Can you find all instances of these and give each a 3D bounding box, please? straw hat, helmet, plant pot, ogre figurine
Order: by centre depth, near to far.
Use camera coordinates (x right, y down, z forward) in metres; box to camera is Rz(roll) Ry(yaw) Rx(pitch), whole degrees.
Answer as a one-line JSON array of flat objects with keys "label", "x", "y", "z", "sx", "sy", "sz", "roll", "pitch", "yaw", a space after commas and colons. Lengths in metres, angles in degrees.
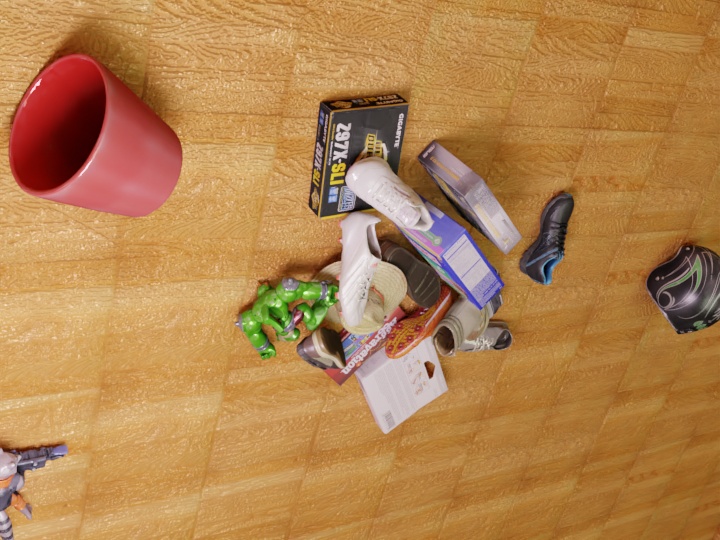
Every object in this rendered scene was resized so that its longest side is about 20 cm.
[{"label": "plant pot", "x": -0.354, "y": -0.170, "z": 1.297, "sx": 0.202, "sy": 0.200, "sz": 0.176, "roll": -52, "pitch": 145, "yaw": 8}, {"label": "ogre figurine", "x": -0.137, "y": 0.076, "z": 1.682, "sx": 0.197, "sy": 0.100, "sz": 0.119, "roll": -22, "pitch": 143, "yaw": 31}, {"label": "straw hat", "x": -0.001, "y": 0.073, "z": 1.748, "sx": 0.196, "sy": 0.086, "sz": 0.203, "roll": -7, "pitch": 139, "yaw": -6}, {"label": "helmet", "x": 0.826, "y": 0.043, "z": 2.323, "sx": 0.190, "sy": 0.202, "sz": 0.199, "roll": -37, "pitch": 138, "yaw": 18}]

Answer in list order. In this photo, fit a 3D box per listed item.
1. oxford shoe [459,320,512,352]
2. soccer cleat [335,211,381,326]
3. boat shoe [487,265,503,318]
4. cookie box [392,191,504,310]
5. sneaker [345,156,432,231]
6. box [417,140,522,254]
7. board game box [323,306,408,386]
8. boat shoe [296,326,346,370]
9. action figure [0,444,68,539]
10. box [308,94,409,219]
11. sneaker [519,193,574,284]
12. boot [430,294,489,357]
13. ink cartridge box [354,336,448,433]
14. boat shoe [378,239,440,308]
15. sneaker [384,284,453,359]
[{"label": "oxford shoe", "x": 0.260, "y": 0.149, "z": 2.064, "sx": 0.196, "sy": 0.058, "sz": 0.076, "roll": -2, "pitch": 125, "yaw": -33}, {"label": "soccer cleat", "x": 0.000, "y": 0.000, "z": 1.649, "sx": 0.069, "sy": 0.076, "sz": 0.205, "roll": -23, "pitch": 115, "yaw": -66}, {"label": "boat shoe", "x": 0.259, "y": 0.018, "z": 1.957, "sx": 0.067, "sy": 0.071, "sz": 0.202, "roll": -37, "pitch": 132, "yaw": -15}, {"label": "cookie box", "x": 0.163, "y": -0.039, "z": 1.775, "sx": 0.075, "sy": 0.171, "sz": 0.200, "roll": -45, "pitch": 135, "yaw": -3}, {"label": "sneaker", "x": 0.057, "y": -0.129, "z": 1.615, "sx": 0.198, "sy": 0.100, "sz": 0.075, "roll": 27, "pitch": 106, "yaw": -44}, {"label": "box", "x": 0.204, "y": -0.134, "z": 1.744, "sx": 0.048, "sy": 0.159, "sz": 0.200, "roll": -43, "pitch": 137, "yaw": 1}, {"label": "board game box", "x": 0.003, "y": 0.137, "z": 1.892, "sx": 0.200, "sy": 0.019, "sz": 0.103, "roll": -45, "pitch": 137, "yaw": -1}, {"label": "boat shoe", "x": -0.073, "y": 0.149, "z": 1.762, "sx": 0.063, "sy": 0.075, "sz": 0.200, "roll": -17, "pitch": 161, "yaw": 7}, {"label": "action figure", "x": -0.581, "y": 0.369, "z": 1.572, "sx": 0.196, "sy": 0.105, "sz": 0.196, "roll": -12, "pitch": 137, "yaw": -27}, {"label": "box", "x": -0.004, "y": -0.197, "z": 1.625, "sx": 0.157, "sy": 0.049, "sz": 0.204, "roll": -10, "pitch": 126, "yaw": -29}, {"label": "sneaker", "x": 0.416, "y": -0.065, "z": 2.005, "sx": 0.072, "sy": 0.082, "sz": 0.203, "roll": 4, "pitch": 117, "yaw": -36}, {"label": "boot", "x": 0.203, "y": 0.118, "z": 1.915, "sx": 0.155, "sy": 0.071, "sz": 0.202, "roll": -51, "pitch": 160, "yaw": -29}, {"label": "ink cartridge box", "x": 0.089, "y": 0.234, "z": 2.006, "sx": 0.174, "sy": 0.045, "sz": 0.202, "roll": -33, "pitch": 135, "yaw": -12}, {"label": "boat shoe", "x": 0.091, "y": 0.000, "z": 1.825, "sx": 0.072, "sy": 0.068, "sz": 0.200, "roll": -49, "pitch": 135, "yaw": -8}, {"label": "sneaker", "x": 0.127, "y": 0.117, "z": 1.906, "sx": 0.199, "sy": 0.072, "sz": 0.078, "roll": -42, "pitch": 135, "yaw": -23}]
